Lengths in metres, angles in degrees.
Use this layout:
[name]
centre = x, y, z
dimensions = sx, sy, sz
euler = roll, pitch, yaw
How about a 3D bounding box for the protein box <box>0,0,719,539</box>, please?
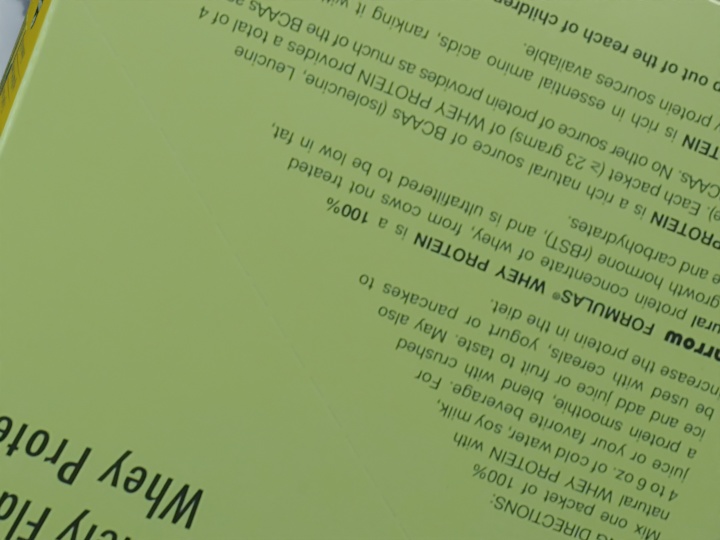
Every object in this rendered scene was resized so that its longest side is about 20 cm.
[protein box]
centre = 0.000, 0.000, 0.730
dimensions = 0.198, 0.135, 0.201
euler = 21, 100, -9
